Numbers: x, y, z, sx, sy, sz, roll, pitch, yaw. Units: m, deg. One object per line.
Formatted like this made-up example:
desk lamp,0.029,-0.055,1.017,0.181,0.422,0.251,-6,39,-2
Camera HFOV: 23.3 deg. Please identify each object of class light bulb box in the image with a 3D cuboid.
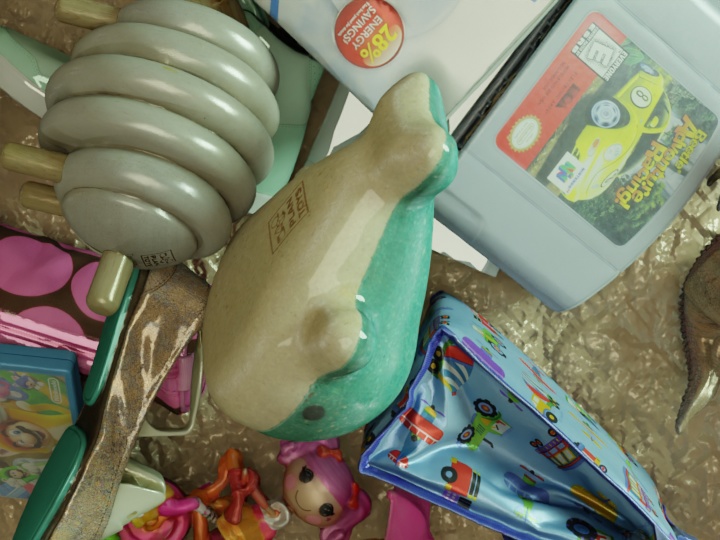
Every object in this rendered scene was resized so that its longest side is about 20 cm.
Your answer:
light bulb box,0.029,-0.207,0.931,0.200,0.125,0.198,42,106,-2

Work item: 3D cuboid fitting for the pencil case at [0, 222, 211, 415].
pencil case,-0.180,0.026,1.021,0.198,0.094,0.092,13,97,0

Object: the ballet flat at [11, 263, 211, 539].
ballet flat,-0.129,0.091,0.952,0.067,0.068,0.201,22,94,-19

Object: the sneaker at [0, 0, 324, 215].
sneaker,-0.118,-0.125,1.010,0.199,0.074,0.119,24,101,-8

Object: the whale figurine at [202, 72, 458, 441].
whale figurine,0.000,0.000,0.889,0.103,0.160,0.201,25,117,-23

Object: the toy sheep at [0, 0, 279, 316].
toy sheep,-0.110,-0.070,0.915,0.137,0.138,0.202,15,74,0

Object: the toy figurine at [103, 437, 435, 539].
toy figurine,-0.048,0.162,1.026,0.183,0.150,0.201,-30,85,-7

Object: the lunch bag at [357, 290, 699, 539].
lunch bag,0.107,0.107,0.990,0.199,0.151,0.095,31,97,-1

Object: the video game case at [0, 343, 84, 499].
video game case,-0.259,0.085,1.022,0.198,0.018,0.144,6,142,2

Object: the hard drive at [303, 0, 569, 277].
hard drive,0.060,-0.115,1.029,0.131,0.026,0.201,23,98,-1

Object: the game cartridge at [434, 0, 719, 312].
game cartridge,0.139,-0.082,1.007,0.133,0.041,0.201,35,93,-22

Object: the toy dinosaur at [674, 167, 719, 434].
toy dinosaur,0.232,-0.004,1.010,0.135,0.086,0.200,43,109,4
